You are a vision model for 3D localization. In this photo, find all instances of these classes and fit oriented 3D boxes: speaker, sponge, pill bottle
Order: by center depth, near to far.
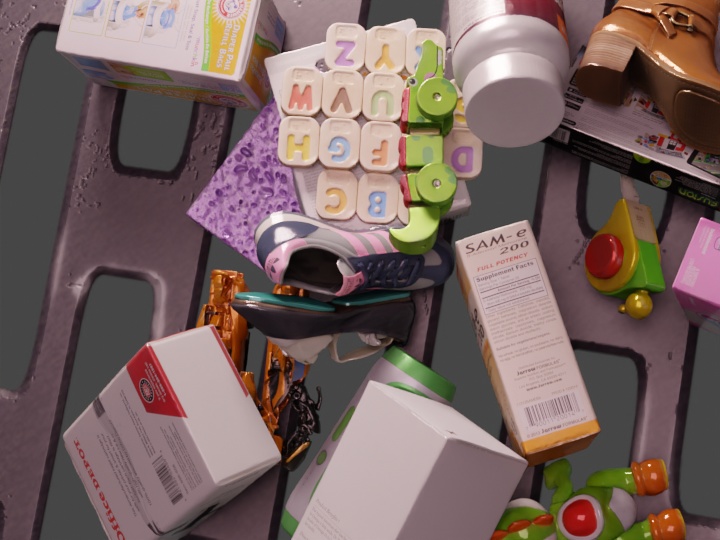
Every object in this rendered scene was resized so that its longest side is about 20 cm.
[{"bbox_3d":[0.138,-0.219,1.234,0.108,0.110,0.201,-8,52,10],"label":"pill bottle"},{"bbox_3d":[0.008,0.175,1.251,0.088,0.088,0.201,32,89,14],"label":"speaker"},{"bbox_3d":[-0.075,-0.104,1.338,0.111,0.030,0.201,36,89,13],"label":"sponge"}]

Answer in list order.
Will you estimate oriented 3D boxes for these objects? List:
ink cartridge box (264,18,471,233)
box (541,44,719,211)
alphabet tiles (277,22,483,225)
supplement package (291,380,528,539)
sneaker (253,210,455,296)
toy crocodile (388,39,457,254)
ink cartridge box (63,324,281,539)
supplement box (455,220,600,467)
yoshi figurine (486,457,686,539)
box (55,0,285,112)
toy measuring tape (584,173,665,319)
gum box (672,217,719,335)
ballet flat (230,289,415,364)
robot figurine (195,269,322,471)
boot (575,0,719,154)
[{"bbox_3d":[0.005,-0.129,1.302,0.161,0.050,0.202,-16,77,-3],"label":"ink cartridge box"},{"bbox_3d":[0.280,-0.134,1.244,0.199,0.035,0.110,24,57,14],"label":"box"},{"bbox_3d":[0.020,-0.143,1.272,0.198,0.015,0.198,4,80,0],"label":"alphabet tiles"},{"bbox_3d":[0.035,0.219,1.159,0.117,0.117,0.201,33,98,49],"label":"supplement package"},{"bbox_3d":[0.000,0.000,1.231,0.198,0.082,0.071,5,122,-16],"label":"sneaker"},{"bbox_3d":[0.058,-0.114,1.226,0.061,0.068,0.202,1,80,0],"label":"toy crocodile"},{"bbox_3d":[-0.182,0.166,1.241,0.200,0.083,0.145,-42,72,42],"label":"ink cartridge box"},{"bbox_3d":[0.149,0.071,1.209,0.073,0.126,0.202,-17,75,0],"label":"supplement box"},{"bbox_3d":[0.189,0.239,1.214,0.198,0.113,0.113,-13,114,-3],"label":"yoshi figurine"},{"bbox_3d":[-0.188,-0.238,1.340,0.198,0.112,0.102,11,82,13],"label":"box"},{"bbox_3d":[0.241,-0.042,1.256,0.073,0.074,0.202,-12,63,9],"label":"toy measuring tape"},{"bbox_3d":[0.345,0.025,1.151,0.113,0.200,0.067,23,87,21],"label":"gum box"},{"bbox_3d":[-0.032,0.054,1.243,0.073,0.199,0.074,1,92,55],"label":"ballet flat"},{"bbox_3d":[-0.108,0.103,1.294,0.144,0.058,0.202,4,86,12],"label":"robot figurine"},{"bbox_3d":[0.312,-0.194,1.232,0.199,0.077,0.156,19,51,20],"label":"boot"}]
